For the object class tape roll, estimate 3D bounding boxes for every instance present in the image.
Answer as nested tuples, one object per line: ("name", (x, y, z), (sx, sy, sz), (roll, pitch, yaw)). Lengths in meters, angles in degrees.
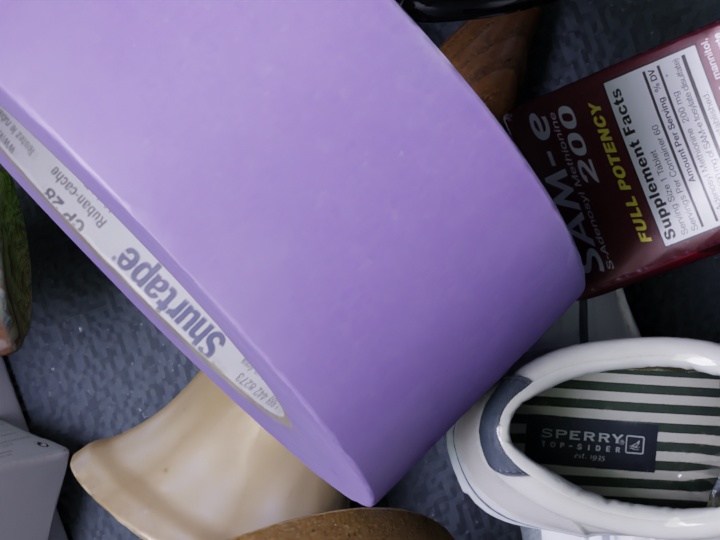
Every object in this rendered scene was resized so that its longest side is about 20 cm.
("tape roll", (-0.038, -0.035, 0.759), (0.085, 0.200, 0.200), (-44, 75, -7))

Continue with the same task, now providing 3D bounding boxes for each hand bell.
("hand bell", (0.000, 0.000, 0.885), (0.104, 0.104, 0.201), (31, 96, 19))

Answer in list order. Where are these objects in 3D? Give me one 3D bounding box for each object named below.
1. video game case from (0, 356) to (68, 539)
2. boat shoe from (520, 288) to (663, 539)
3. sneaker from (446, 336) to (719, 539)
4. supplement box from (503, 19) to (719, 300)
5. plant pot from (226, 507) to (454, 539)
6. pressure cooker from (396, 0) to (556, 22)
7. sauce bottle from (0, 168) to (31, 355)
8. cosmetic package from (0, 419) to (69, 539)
("video game case", (-0.208, 0.051, 1.014), (0.182, 0.022, 0.201), (-22, 85, 26))
("boat shoe", (0.081, 0.058, 0.858), (0.066, 0.074, 0.201), (-5, 89, -4))
("sneaker", (0.125, 0.053, 0.788), (0.199, 0.071, 0.073), (-2, 90, -3))
("supplement box", (0.153, -0.057, 0.779), (0.199, 0.109, 0.061), (-22, 88, 27))
("plant pot", (-0.004, 0.203, 0.812), (0.186, 0.186, 0.200), (-46, 59, 23))
("pressure cooker", (0.036, -0.176, 0.790), (0.176, 0.178, 0.200), (-39, 78, 42))
("sauce bottle", (-0.207, 0.006, 0.897), (0.199, 0.065, 0.065), (-5, 94, 6))
("cosmetic package", (-0.197, 0.131, 0.977), (0.150, 0.052, 0.201), (21, 104, 25))
